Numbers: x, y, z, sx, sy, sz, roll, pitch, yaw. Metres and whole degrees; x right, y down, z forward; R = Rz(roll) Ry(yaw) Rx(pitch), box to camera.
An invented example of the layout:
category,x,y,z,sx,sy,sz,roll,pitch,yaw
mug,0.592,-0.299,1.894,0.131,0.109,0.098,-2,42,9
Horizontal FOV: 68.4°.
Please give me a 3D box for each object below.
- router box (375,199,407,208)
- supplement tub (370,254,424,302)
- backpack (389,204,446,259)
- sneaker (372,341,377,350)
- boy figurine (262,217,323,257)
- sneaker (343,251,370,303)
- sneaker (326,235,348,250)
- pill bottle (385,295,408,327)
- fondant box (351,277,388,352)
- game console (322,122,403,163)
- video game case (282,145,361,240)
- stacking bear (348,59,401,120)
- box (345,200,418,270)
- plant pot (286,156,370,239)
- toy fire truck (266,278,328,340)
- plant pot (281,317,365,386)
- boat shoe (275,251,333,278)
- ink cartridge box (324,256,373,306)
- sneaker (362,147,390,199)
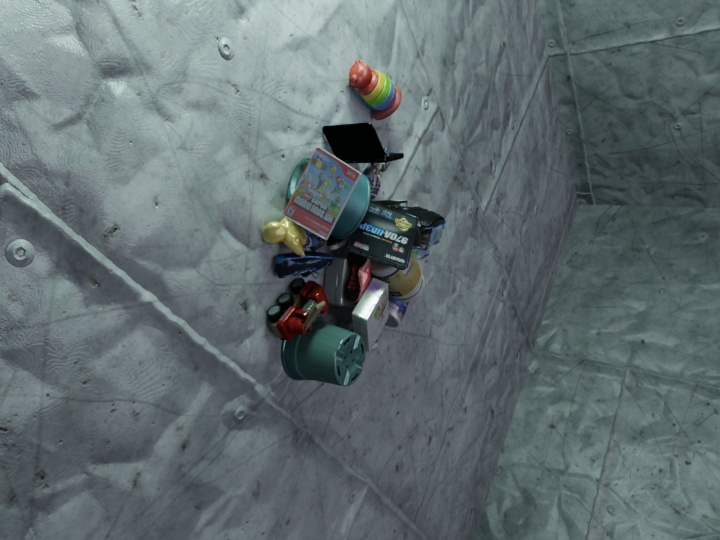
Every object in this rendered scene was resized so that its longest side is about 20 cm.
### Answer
category,x,y,z,sx,sy,sz,roll,pitch,yaw
router box,0.095,-0.170,1.875,0.197,0.050,0.155,-13,107,-52
supplement tub,0.119,0.000,1.725,0.200,0.141,0.148,48,59,-44
backpack,0.191,-0.137,1.827,0.198,0.179,0.152,-22,134,-55
sneaker,-0.002,0.220,1.792,0.198,0.068,0.113,-6,104,-58
boy figurine,-0.188,-0.095,1.485,0.197,0.064,0.128,2,62,-52
sneaker,0.000,0.000,1.640,0.086,0.071,0.208,18,84,-64
sneaker,-0.069,-0.159,1.641,0.202,0.071,0.115,-58,135,-50
pill bottle,0.126,0.087,1.904,0.120,0.117,0.204,52,56,-43
fondant box,0.034,0.143,1.673,0.146,0.057,0.203,-58,160,-30
game console,0.010,-0.388,1.605,0.174,0.195,0.121,-24,115,-48
video game case,-0.102,-0.202,1.404,0.140,0.017,0.204,26,99,-22
stacking bear,0.036,-0.588,1.692,0.197,0.111,0.126,23,77,-47
box,0.065,-0.110,1.588,0.194,0.046,0.165,18,75,-11
plant pot,-0.100,-0.220,1.502,0.184,0.197,0.207,23,78,-37
toy fire truck,-0.145,0.106,1.474,0.177,0.195,0.132,-50,132,-35
plant pot,-0.099,0.244,1.563,0.197,0.191,0.209,-13,107,-51
boat shoe,-0.167,-0.015,1.543,0.194,0.083,0.071,-4,107,-36
ink cartridge box,-0.027,0.037,1.718,0.197,0.082,0.151,5,91,-54
sneaker,0.035,-0.307,1.755,0.076,0.085,0.204,31,92,-19
